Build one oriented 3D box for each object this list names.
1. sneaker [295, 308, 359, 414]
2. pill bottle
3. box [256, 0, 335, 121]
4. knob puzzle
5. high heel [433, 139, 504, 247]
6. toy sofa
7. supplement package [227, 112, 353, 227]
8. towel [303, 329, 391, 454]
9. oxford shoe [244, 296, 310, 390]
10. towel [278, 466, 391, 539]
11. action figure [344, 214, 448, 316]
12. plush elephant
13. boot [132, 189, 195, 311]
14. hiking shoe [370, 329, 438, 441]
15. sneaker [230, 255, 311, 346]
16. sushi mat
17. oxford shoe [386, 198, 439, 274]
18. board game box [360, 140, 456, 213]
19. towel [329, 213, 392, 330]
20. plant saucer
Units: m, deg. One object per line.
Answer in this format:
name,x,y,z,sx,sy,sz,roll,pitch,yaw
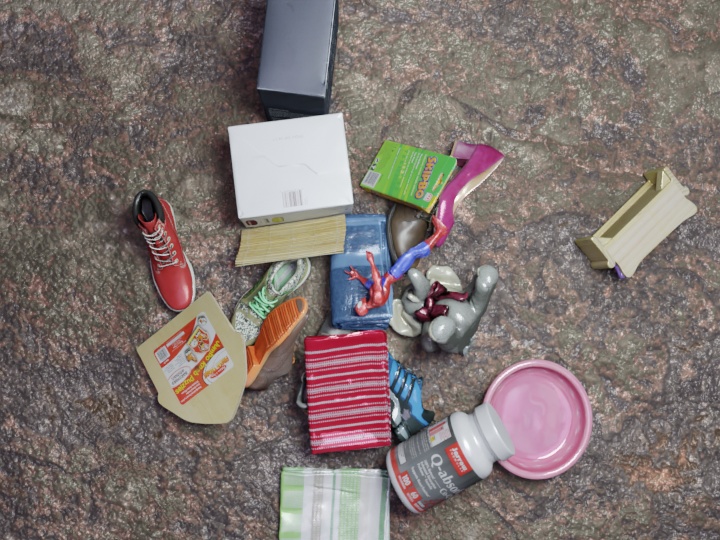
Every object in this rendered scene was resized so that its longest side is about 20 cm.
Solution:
sneaker,-0.058,0.153,1.314,0.075,0.082,0.205,17,85,14
pill bottle,0.150,0.309,1.278,0.198,0.116,0.118,-33,88,13
box,-0.101,-0.367,1.294,0.114,0.200,0.203,6,85,-2
knob puzzle,-0.270,0.170,1.313,0.214,0.030,0.226,-1,88,18
high heel,0.189,-0.130,1.358,0.093,0.068,0.205,15,73,8
toy sofa,0.489,-0.081,1.358,0.200,0.083,0.098,-43,94,-4
supplement package,-0.118,-0.170,1.324,0.194,0.111,0.160,-7,86,-2
towel,-0.020,0.202,1.275,0.140,0.022,0.206,-4,98,-5
oxford shoe,-0.137,0.127,1.302,0.072,0.072,0.201,24,119,-32
towel,-0.044,0.422,1.330,0.194,0.031,0.154,2,85,-2
action figure,0.045,-0.020,1.258,0.099,0.065,0.201,40,88,11
plush elephant,0.130,0.057,1.307,0.154,0.201,0.165,36,71,23
boot,-0.335,-0.030,1.290,0.071,0.144,0.205,-16,88,-5
hiking shoe,0.064,0.190,1.335,0.085,0.074,0.204,-22,97,-11
sneaker,-0.161,0.042,1.319,0.076,0.089,0.202,35,86,0
sushi mat,-0.119,-0.051,1.317,0.194,0.097,0.012,-7,130,10
oxford shoe,0.094,-0.096,1.322,0.071,0.084,0.206,13,77,-31
board game box,0.083,-0.162,1.303,0.030,0.199,0.097,33,86,-36
towel,0.000,0.000,1.323,0.108,0.049,0.205,-1,70,-1
plant saucer,0.305,0.259,1.345,0.194,0.051,0.207,0,86,-2
